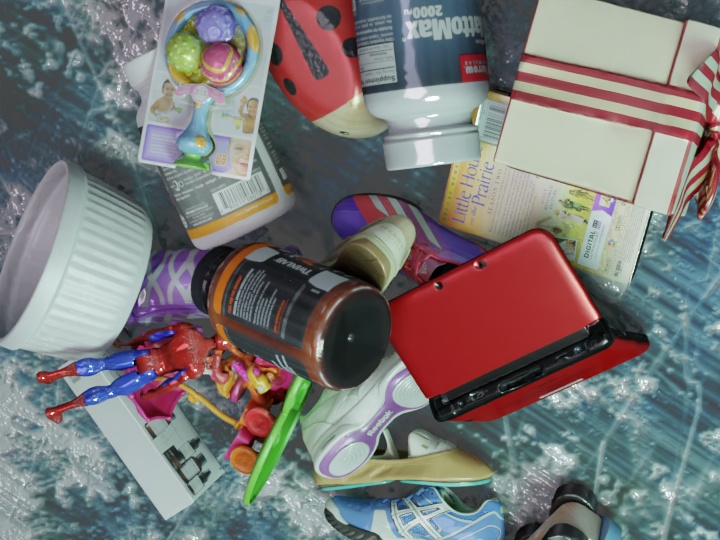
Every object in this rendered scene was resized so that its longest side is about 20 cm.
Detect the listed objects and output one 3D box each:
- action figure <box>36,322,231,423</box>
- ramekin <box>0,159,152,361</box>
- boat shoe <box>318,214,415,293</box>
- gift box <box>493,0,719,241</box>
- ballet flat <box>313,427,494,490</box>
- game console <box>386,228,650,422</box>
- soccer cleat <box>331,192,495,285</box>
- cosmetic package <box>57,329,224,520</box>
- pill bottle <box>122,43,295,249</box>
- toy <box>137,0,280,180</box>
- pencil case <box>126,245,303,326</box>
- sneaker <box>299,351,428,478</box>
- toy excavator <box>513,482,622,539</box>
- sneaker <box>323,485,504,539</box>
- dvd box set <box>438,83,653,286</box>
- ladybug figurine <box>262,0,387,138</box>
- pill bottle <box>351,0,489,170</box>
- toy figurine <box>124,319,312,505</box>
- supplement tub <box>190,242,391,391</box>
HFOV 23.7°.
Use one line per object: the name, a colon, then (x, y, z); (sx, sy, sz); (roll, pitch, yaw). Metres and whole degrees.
action figure: (-0.219, 0.096, 1.702); (0.199, 0.052, 0.066); (-18, 75, 11)
ramekin: (-0.294, -0.002, 1.763); (0.105, 0.201, 0.201); (22, 118, -22)
boat shoe: (0.000, 0.000, 1.666); (0.072, 0.065, 0.200); (45, 153, 1)
gift box: (0.231, -0.135, 1.494); (0.186, 0.200, 0.186); (16, 100, 13)
ballet flat: (0.040, 0.193, 1.769); (0.199, 0.069, 0.064); (-5, 91, 21)
game console: (0.149, 0.057, 1.650); (0.199, 0.172, 0.119); (-27, 72, 26)
soccer cleat: (0.056, -0.018, 1.688); (0.199, 0.073, 0.069); (25, 114, 12)
cosmetic package: (-0.235, 0.162, 1.854); (0.051, 0.083, 0.201); (-34, 93, 26)
pill bottle: (-0.153, -0.132, 1.709); (0.116, 0.116, 0.201); (-21, 98, 25)
toy: (-0.146, -0.193, 1.618); (0.114, 0.047, 0.201); (10, 94, 11)
pencil case: (-0.147, 0.020, 1.772); (0.199, 0.086, 0.084); (-2, 140, 24)
sneaker: (0.013, 0.116, 1.745); (0.200, 0.100, 0.075); (-42, 134, 8)
toy excavator: (0.229, 0.348, 1.736); (0.200, 0.100, 0.195); (38, 118, -3)
sneaker: (0.059, 0.258, 1.786); (0.199, 0.076, 0.078); (10, 92, 15)
dvd box set: (0.184, -0.084, 1.640); (0.199, 0.029, 0.147); (18, 112, 14)
ladybug figurine: (-0.037, -0.216, 1.660); (0.135, 0.072, 0.201); (-32, 93, 27)
pill bottle: (0.058, -0.198, 1.584); (0.119, 0.119, 0.202); (-5, 95, 22)
toy figurine: (-0.153, 0.115, 1.753); (0.183, 0.150, 0.201); (27, 127, 5)
supplement tub: (-0.073, 0.036, 1.629); (0.199, 0.107, 0.108); (21, 116, 40)
